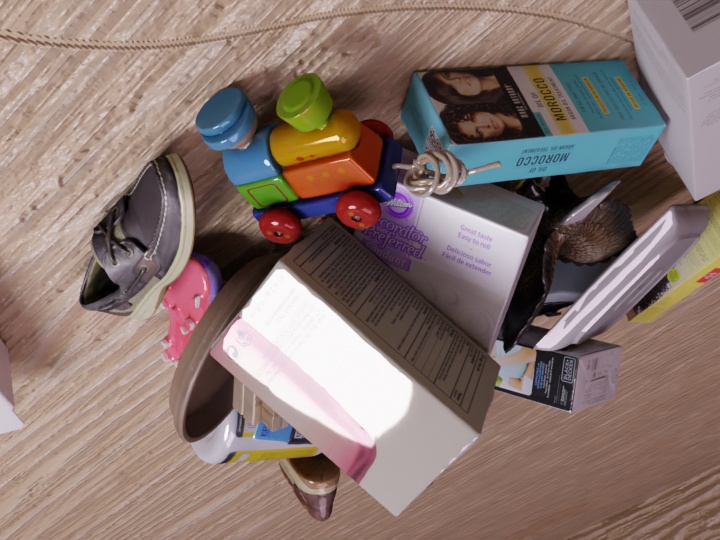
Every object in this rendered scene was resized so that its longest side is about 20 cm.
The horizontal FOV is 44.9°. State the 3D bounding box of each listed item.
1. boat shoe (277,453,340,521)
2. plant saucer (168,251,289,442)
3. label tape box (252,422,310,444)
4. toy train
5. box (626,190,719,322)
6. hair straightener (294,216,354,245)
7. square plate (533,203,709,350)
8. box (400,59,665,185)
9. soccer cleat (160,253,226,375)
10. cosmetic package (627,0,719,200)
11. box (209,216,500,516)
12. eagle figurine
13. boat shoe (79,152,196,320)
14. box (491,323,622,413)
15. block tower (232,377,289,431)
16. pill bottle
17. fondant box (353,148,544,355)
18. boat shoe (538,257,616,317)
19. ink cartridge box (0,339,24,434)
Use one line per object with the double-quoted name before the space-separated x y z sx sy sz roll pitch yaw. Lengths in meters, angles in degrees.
"boat shoe" -0.072 0.242 1.090 0.071 0.200 0.073 -9 109 -19
"plant saucer" -0.117 0.067 0.815 0.201 0.029 0.200 -58 170 -17
"label tape box" -0.033 0.108 0.930 0.199 0.145 0.066 12 -178 -41
"toy train" -0.013 -0.094 0.618 0.198 0.086 0.116 -9 144 29
"box" 0.393 -0.019 1.047 0.050 0.076 0.200 5 142 -39
"hair straightener" 0.000 0.000 0.883 0.077 0.041 0.199 -35 152 25
"square plate" 0.285 0.011 0.918 0.199 0.028 0.199 -52 158 23
"box" 0.139 -0.122 0.706 0.198 0.083 0.049 -8 146 -21
"soccer cleat" -0.148 0.040 0.835 0.076 0.067 0.201 -27 156 -30
"cosmetic package" 0.282 -0.157 0.711 0.084 0.109 0.200 -27 152 12
"box" 0.001 0.073 0.708 0.109 0.200 0.128 -49 179 25
"eagle figurine" 0.179 -0.031 0.818 0.150 0.152 0.201 -12 123 21
"boat shoe" -0.182 -0.016 0.696 0.064 0.074 0.201 -7 149 -31
"box" 0.178 0.098 0.987 0.198 0.061 0.116 13 -170 38
"block tower" -0.026 0.096 0.848 0.198 0.054 0.058 -15 124 -38
"pill bottle" -0.093 0.161 1.011 0.198 0.113 0.112 5 143 -37
"fondant box" 0.061 0.009 0.768 0.058 0.143 0.202 -50 159 -50
"boat shoe" 0.209 0.021 1.002 0.197 0.074 0.068 -19 160 -17
"ink cartridge box" -0.376 0.085 0.751 0.114 0.068 0.201 -14 150 -10
